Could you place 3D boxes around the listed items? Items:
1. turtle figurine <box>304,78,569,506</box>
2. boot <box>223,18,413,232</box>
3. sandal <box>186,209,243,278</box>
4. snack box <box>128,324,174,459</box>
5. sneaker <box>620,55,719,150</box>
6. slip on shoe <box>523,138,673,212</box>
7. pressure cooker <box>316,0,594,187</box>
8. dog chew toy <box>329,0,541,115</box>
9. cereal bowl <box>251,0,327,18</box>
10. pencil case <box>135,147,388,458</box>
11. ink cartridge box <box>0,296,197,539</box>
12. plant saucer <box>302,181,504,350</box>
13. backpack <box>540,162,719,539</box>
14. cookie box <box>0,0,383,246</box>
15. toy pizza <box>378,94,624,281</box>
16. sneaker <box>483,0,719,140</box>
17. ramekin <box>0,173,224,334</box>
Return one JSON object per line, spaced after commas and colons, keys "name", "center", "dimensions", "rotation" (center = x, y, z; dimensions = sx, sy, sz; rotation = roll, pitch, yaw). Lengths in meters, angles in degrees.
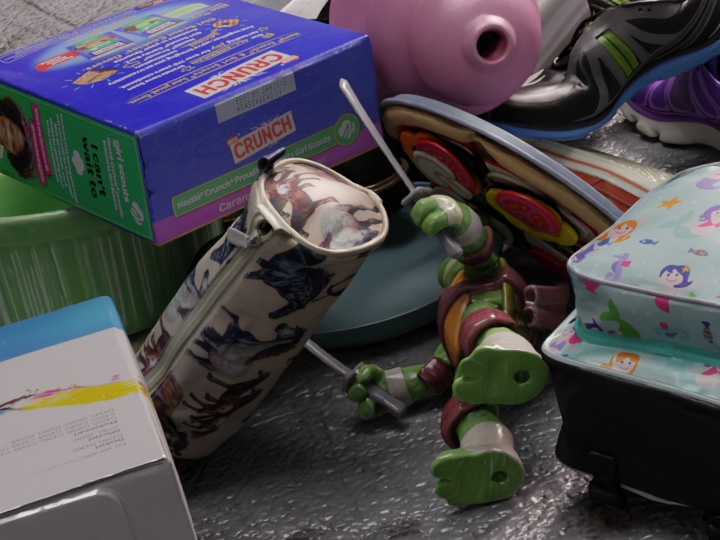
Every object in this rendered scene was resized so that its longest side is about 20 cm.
{"name": "turtle figurine", "center": [0.029, 0.034, 1.363], "dimensions": [0.144, 0.200, 0.194], "rotation": [-46, 27, 15]}
{"name": "boot", "center": [-0.071, -0.102, 1.619], "dimensions": [0.199, 0.139, 0.078], "rotation": [-6, 27, 21]}
{"name": "sandal", "center": [-0.069, 0.002, 1.509], "dimensions": [0.048, 0.075, 0.200], "rotation": [-31, 11, 25]}
{"name": "snack box", "center": [-0.163, 0.074, 1.492], "dimensions": [0.116, 0.037, 0.200], "rotation": [-7, 27, 10]}
{"name": "sneaker", "center": [0.242, -0.131, 1.634], "dimensions": [0.080, 0.084, 0.200], "rotation": [-26, 28, -22]}
{"name": "slip on shoe", "center": [0.167, -0.037, 1.521], "dimensions": [0.200, 0.061, 0.074], "rotation": [22, 9, 41]}
{"name": "pressure cooker", "center": [0.069, -0.164, 1.686], "dimensions": [0.178, 0.176, 0.200], "rotation": [-17, 20, 35]}
{"name": "dog chew toy", "center": [0.052, -0.147, 1.459], "dimensions": [0.124, 0.125, 0.200], "rotation": [-19, 15, -8]}
{"name": "cereal bowl", "center": [-0.084, -0.132, 1.772], "dimensions": [0.200, 0.083, 0.200], "rotation": [-35, 13, 9]}
{"name": "pencil case", "center": [-0.070, 0.024, 1.354], "dimensions": [0.089, 0.200, 0.078], "rotation": [2, 48, -41]}
{"name": "ink cartridge box", "center": [-0.164, 0.135, 1.252], "dimensions": [0.146, 0.147, 0.200], "rotation": [-18, 26, -8]}
{"name": "plant saucer", "center": [0.000, 0.000, 1.567], "dimensions": [0.199, 0.027, 0.200], "rotation": [-12, 27, 6]}
{"name": "backpack", "center": [0.208, 0.030, 1.275], "dimensions": [0.177, 0.151, 0.200], "rotation": [14, 31, 37]}
{"name": "cookie box", "center": [-0.112, -0.099, 1.461], "dimensions": [0.171, 0.075, 0.200], "rotation": [-25, 28, -29]}
{"name": "toy pizza", "center": [0.091, -0.039, 1.443], "dimensions": [0.200, 0.200, 0.032], "rotation": [23, 77, 51]}
{"name": "sneaker", "center": [0.157, -0.147, 1.554], "dimensions": [0.199, 0.083, 0.071], "rotation": [-32, 31, -17]}
{"name": "ramekin", "center": [-0.181, -0.029, 1.553], "dimensions": [0.199, 0.098, 0.200], "rotation": [-10, 23, 4]}
